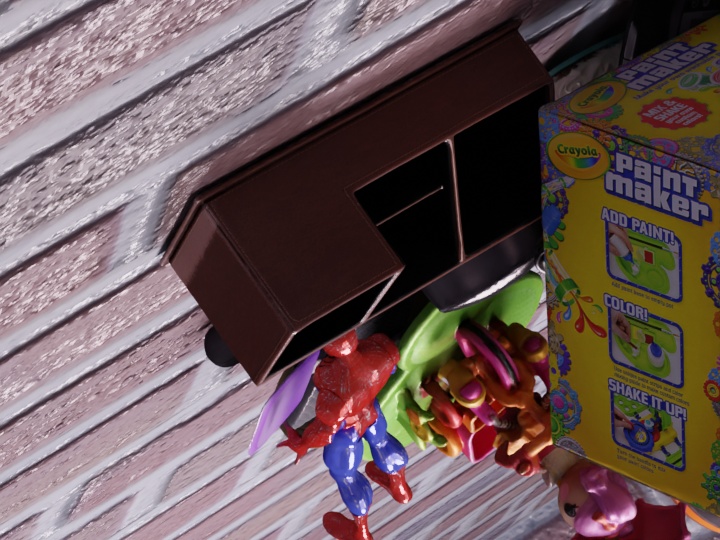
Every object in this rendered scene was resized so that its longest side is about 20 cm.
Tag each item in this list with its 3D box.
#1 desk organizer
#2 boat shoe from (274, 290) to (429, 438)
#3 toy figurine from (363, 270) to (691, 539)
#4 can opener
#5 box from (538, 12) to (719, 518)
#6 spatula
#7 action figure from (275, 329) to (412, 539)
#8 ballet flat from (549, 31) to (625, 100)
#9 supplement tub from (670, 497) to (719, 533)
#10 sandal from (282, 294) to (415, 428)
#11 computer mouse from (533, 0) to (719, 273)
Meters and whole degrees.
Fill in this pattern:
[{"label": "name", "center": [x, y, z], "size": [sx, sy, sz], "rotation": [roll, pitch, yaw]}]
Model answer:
[{"label": "desk organizer", "center": [0.012, -0.032, 1.419], "size": [0.200, 0.077, 0.072], "rotation": [-30, 168, -28]}, {"label": "boat shoe", "center": [0.035, 0.035, 1.791], "size": [0.201, 0.072, 0.066], "rotation": [-44, 160, 16]}, {"label": "toy figurine", "center": [0.110, 0.105, 1.702], "size": [0.150, 0.184, 0.200], "rotation": [-40, 163, -16]}, {"label": "can opener", "center": [0.000, 0.000, 1.576], "size": [0.200, 0.079, 0.063], "rotation": [-26, 165, 21]}, {"label": "box", "center": [0.199, -0.016, 1.498], "size": [0.200, 0.122, 0.193], "rotation": [-29, 127, -37]}, {"label": "spatula", "center": [0.005, 0.045, 1.670], "size": [0.200, 0.021, 0.057], "rotation": [-29, 152, -38]}, {"label": "action figure", "center": [-0.006, 0.081, 1.616], "size": [0.065, 0.052, 0.200], "rotation": [-44, 157, -21]}, {"label": "ballet flat", "center": [0.181, -0.115, 1.628], "size": [0.200, 0.072, 0.072], "rotation": [-32, 169, -26]}, {"label": "supplement tub", "center": [0.232, 0.096, 1.713], "size": [0.107, 0.107, 0.200], "rotation": [-33, 180, -16]}, {"label": "sandal", "center": [-0.004, 0.017, 1.695], "size": [0.076, 0.043, 0.200], "rotation": [-29, 157, -39]}, {"label": "computer mouse", "center": [0.137, -0.085, 1.532], "size": [0.140, 0.046, 0.201], "rotation": [-16, 124, -43]}]
